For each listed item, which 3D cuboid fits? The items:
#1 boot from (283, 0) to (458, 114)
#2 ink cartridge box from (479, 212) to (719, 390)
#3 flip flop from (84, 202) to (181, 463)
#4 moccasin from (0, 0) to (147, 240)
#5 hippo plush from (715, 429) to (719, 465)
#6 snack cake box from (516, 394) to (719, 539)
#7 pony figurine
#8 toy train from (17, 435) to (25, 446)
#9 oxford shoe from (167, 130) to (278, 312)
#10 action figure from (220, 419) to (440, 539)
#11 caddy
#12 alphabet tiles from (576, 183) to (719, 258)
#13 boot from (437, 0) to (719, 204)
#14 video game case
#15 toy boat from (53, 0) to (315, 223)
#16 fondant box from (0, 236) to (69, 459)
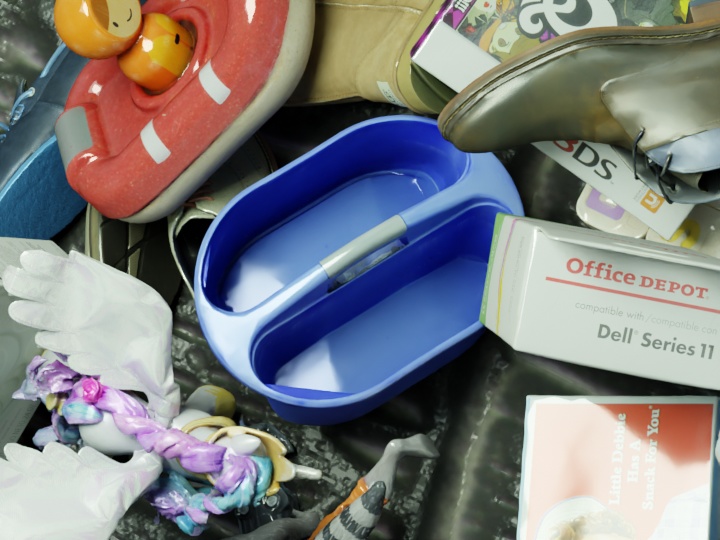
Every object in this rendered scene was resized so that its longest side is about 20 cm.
[{"bbox_3d":[0.014,-0.167,1.667,0.200,0.066,0.175,9,54,53],"label":"boot"},{"bbox_3d":[0.133,0.016,1.467,0.117,0.200,0.068,11,93,-4],"label":"ink cartridge box"},{"bbox_3d":[-0.154,0.030,1.717,0.057,0.081,0.201,-6,78,38],"label":"flip flop"},{"bbox_3d":[-0.189,-0.094,1.770,0.068,0.081,0.200,30,75,33],"label":"moccasin"},{"bbox_3d":[0.242,0.025,1.479,0.159,0.200,0.161,-26,54,5],"label":"hippo plush"},{"bbox_3d":[0.148,0.172,1.537,0.114,0.067,0.201,-1,74,26],"label":"snack cake box"},{"bbox_3d":[-0.132,0.084,1.565,0.192,0.200,0.167,16,89,-16],"label":"pony figurine"},{"bbox_3d":[-0.234,0.112,1.745,0.200,0.034,0.046,39,90,28],"label":"toy train"},{"bbox_3d":[-0.088,-0.042,1.700,0.071,0.074,0.201,-29,66,14],"label":"oxford shoe"},{"bbox_3d":[-0.042,0.157,1.603,0.193,0.104,0.201,-29,61,23],"label":"action figure"},{"bbox_3d":[0.000,0.000,1.595,0.200,0.105,0.142,-32,76,-11],"label":"caddy"},{"bbox_3d":[0.210,-0.099,1.617,0.195,0.015,0.201,28,88,28],"label":"alphabet tiles"},{"bbox_3d":[0.145,-0.077,1.478,0.199,0.075,0.097,-18,65,4],"label":"boot"},{"bbox_3d":[0.156,-0.148,1.537,0.181,0.036,0.200,35,101,-7],"label":"video game case"},{"bbox_3d":[-0.123,-0.133,1.637,0.200,0.130,0.131,-44,39,20],"label":"toy boat"},{"bbox_3d":[-0.255,0.051,1.612,0.058,0.200,0.145,40,107,26],"label":"fondant box"}]
